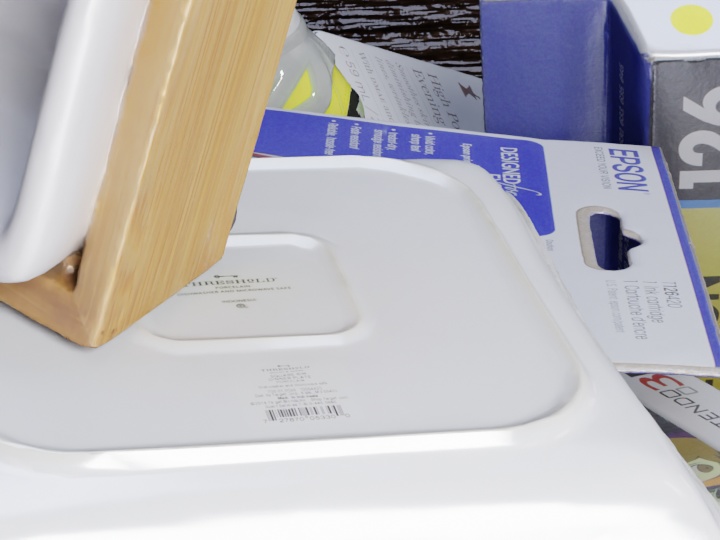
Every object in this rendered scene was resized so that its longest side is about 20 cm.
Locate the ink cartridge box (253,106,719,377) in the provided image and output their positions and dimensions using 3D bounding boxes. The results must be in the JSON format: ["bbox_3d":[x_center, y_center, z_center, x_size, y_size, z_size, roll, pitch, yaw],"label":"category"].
[{"bbox_3d":[0.000,0.000,0.709,0.200,0.047,0.198,8,21,-1],"label":"ink cartridge box"}]

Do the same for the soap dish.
[{"bbox_3d":[-0.079,-0.102,0.575,0.157,0.200,0.081,26,15,36],"label":"soap dish"}]

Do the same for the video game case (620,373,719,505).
[{"bbox_3d":[0.017,0.068,0.654,0.200,0.036,0.181,-12,20,-22],"label":"video game case"}]

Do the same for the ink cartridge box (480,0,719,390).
[{"bbox_3d":[0.148,-0.022,0.856,0.200,0.198,0.047,-4,49,2],"label":"ink cartridge box"}]

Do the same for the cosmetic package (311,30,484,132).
[{"bbox_3d":[0.042,-0.026,0.982,0.200,0.102,0.074,8,-39,-47],"label":"cosmetic package"}]

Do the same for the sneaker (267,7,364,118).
[{"bbox_3d":[-0.082,-0.020,0.891,0.200,0.076,0.075,-41,21,24],"label":"sneaker"}]

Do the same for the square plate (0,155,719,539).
[{"bbox_3d":[-0.030,0.015,0.582,0.200,0.028,0.198,-2,27,-14],"label":"square plate"}]
